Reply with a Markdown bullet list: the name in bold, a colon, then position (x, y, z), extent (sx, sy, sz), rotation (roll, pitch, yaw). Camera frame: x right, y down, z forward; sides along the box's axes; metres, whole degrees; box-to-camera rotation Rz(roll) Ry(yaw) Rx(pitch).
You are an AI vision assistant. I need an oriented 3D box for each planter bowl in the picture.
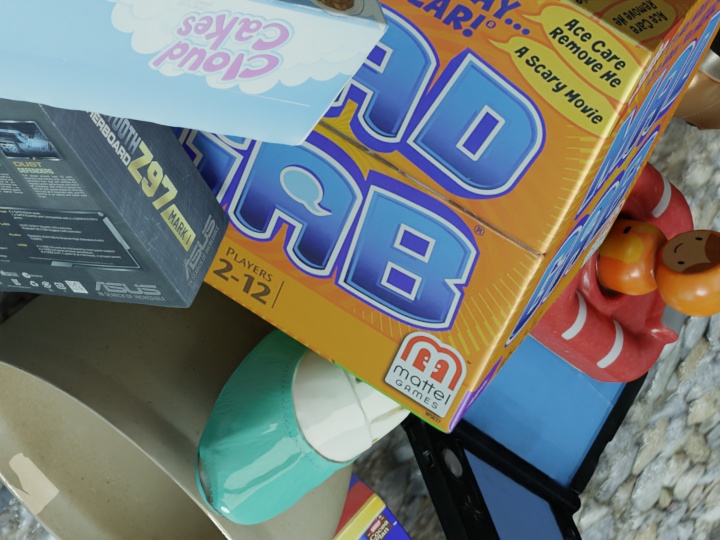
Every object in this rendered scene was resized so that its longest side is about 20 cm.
- **planter bowl**: position (-0.080, 0.069, 1.033), extent (0.135, 0.200, 0.201), rotation (-48, 139, -26)

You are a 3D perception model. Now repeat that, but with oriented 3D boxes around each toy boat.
- **toy boat**: position (0.162, -0.007, 1.244), extent (0.200, 0.130, 0.131), rotation (33, 73, -53)

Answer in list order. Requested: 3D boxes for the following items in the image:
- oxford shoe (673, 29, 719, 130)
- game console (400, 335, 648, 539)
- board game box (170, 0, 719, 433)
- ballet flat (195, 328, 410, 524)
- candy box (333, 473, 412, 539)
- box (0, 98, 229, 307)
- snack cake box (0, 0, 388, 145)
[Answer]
- **oxford shoe**: position (0.239, -0.118, 1.336), extent (0.200, 0.071, 0.071), rotation (6, 137, -47)
- **game console**: position (0.126, 0.118, 1.322), extent (0.116, 0.176, 0.200), rotation (-35, 142, 17)
- **board game box**: position (0.029, -0.097, 0.921), extent (0.200, 0.200, 0.200), rotation (-45, 163, -55)
- **ballet flat**: position (0.001, 0.041, 0.949), extent (0.200, 0.070, 0.068), rotation (-44, 112, -49)
- **candy box**: position (-0.028, 0.223, 1.259), extent (0.169, 0.077, 0.200), rotation (-47, 137, -12)
- **box**: position (-0.172, -0.055, 0.851), extent (0.158, 0.199, 0.051), rotation (56, 47, -47)
- **snack cake box**: position (-0.100, -0.117, 0.716), extent (0.199, 0.115, 0.067), rotation (6, 138, -39)
